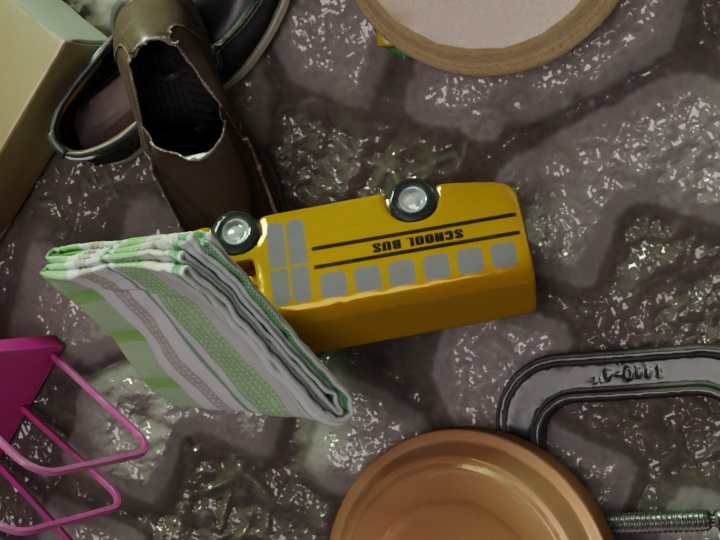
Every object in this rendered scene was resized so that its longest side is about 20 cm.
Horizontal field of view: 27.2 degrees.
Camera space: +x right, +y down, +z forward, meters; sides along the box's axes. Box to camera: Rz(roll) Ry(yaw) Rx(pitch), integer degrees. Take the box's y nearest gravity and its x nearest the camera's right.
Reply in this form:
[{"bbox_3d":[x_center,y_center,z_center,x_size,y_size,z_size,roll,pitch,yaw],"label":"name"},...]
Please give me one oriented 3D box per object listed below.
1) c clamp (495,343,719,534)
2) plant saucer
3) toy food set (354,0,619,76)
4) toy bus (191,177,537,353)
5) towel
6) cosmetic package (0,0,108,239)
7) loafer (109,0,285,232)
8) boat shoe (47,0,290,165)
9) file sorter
[{"bbox_3d":[0.162,0.130,0.906,0.200,0.027,0.171,-12,87,21],"label":"c clamp"},{"bbox_3d":[0.064,0.198,0.920,0.200,0.032,0.201,1,91,30],"label":"plant saucer"},{"bbox_3d":[0.073,-0.216,0.882,0.198,0.049,0.201,2,97,19],"label":"toy food set"},{"bbox_3d":[0.000,0.000,0.890,0.200,0.065,0.078,-11,64,2],"label":"toy bus"},{"bbox_3d":[-0.105,0.041,0.896,0.149,0.031,0.200,51,151,-22],"label":"towel"},{"bbox_3d":[-0.263,-0.099,0.998,0.105,0.071,0.200,37,106,12],"label":"cosmetic package"},{"bbox_3d":[-0.104,-0.073,0.913,0.073,0.071,0.200,-21,118,8],"label":"loafer"},{"bbox_3d":[-0.119,-0.140,0.947,0.200,0.068,0.072,-42,77,16],"label":"boat shoe"},{"bbox_3d":[-0.252,0.162,0.978,0.125,0.139,0.200,39,107,21],"label":"file sorter"}]
